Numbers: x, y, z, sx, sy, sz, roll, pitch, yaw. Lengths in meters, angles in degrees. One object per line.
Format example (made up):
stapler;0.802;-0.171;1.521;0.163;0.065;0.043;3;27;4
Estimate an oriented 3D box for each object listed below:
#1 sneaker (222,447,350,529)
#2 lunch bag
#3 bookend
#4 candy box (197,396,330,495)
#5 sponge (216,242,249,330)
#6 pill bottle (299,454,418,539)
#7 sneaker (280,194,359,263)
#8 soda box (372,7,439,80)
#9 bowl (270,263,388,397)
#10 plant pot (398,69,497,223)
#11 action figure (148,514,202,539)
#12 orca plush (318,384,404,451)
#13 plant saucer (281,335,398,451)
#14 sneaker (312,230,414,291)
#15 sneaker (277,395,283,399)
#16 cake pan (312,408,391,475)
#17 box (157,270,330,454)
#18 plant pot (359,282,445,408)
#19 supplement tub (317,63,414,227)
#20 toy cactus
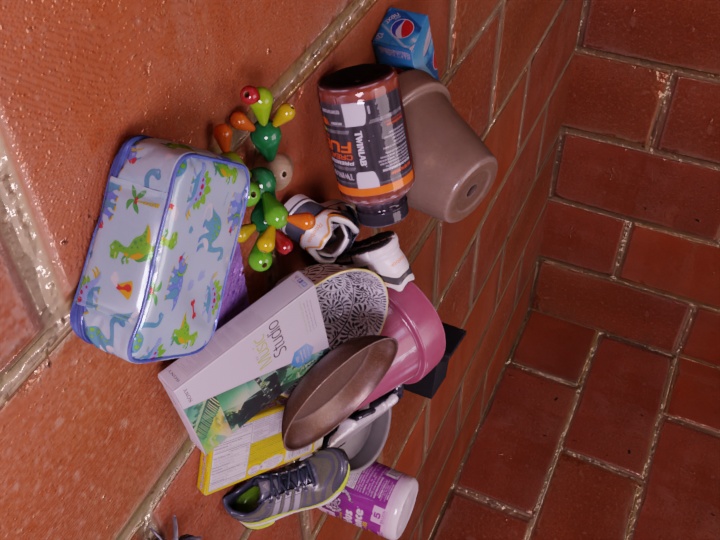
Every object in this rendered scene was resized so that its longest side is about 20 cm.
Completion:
sneaker;-0.104;0.307;1.187;0.199;0.074;0.081;-31;152;12
lunch bag;-0.178;-0.017;0.787;0.161;0.082;0.201;-3;110;-70
bookend;0.066;0.176;1.493;0.092;0.199;0.200;-46;147;-53
candy box;-0.125;0.223;1.132;0.199;0.026;0.103;-13;121;-42
sponge;-0.169;0.067;0.978;0.112;0.030;0.201;-56;157;-38
pill bottle;-0.011;0.373;1.445;0.112;0.199;0.113;17;90;-71
sneaker;-0.040;-0.050;1.145;0.079;0.079;0.200;-55;163;14
soda box;0.075;-0.306;1.290;0.200;0.064;0.068;65;46;-65
bowl;-0.068;0.061;1.120;0.200;0.094;0.201;-29;139;-28
plant pot;0.098;-0.161;1.226;0.200;0.175;0.201;-38;154;-23
action figure;-0.225;0.397;1.009;0.119;0.102;0.201;-21;129;-53
orca plush;-0.011;0.214;1.338;0.200;0.071;0.105;-32;164;-31
plant saucer;-0.034;0.151;1.098;0.200;0.037;0.201;-39;159;-18
sneaker;0.000;0.000;1.184;0.074;0.200;0.080;-41;107;-24
sneaker;-0.098;0.200;1.243;0.200;0.076;0.081;85;23;-51
cake pan;-0.027;0.234;1.397;0.200;0.037;0.201;6;81;-46
box;-0.126;0.108;0.978;0.200;0.036;0.145;-37;145;-20
plant pot;0.000;0.117;1.291;0.179;0.200;0.201;-39;146;-32
supplement tub;0.013;-0.159;1.104;0.107;0.106;0.201;-50;135;-49
toy cactus;-0.097;-0.107;0.933;0.165;0.102;0.201;-67;149;-72
